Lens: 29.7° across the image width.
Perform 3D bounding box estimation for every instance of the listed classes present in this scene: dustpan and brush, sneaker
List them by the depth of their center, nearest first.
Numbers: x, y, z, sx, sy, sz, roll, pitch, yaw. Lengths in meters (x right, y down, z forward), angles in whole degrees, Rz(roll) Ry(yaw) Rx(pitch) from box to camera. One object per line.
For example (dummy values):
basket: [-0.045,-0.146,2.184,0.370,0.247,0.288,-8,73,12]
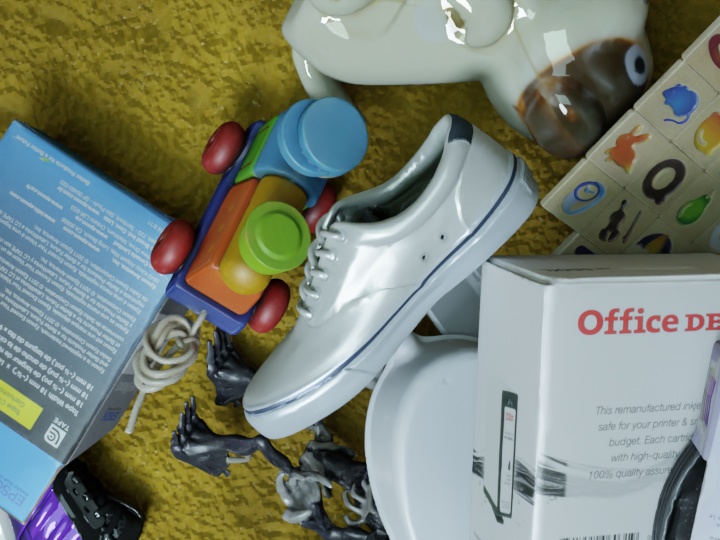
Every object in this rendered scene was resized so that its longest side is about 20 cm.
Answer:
sneaker: [0.000,0.000,0.709,0.071,0.073,0.200,41,98,-21]
dustpan and brush: [0.043,0.066,0.765,0.139,0.057,0.201,-33,95,-15]
sneaker: [-0.192,0.155,0.896,0.098,0.070,0.203,-8,96,5]

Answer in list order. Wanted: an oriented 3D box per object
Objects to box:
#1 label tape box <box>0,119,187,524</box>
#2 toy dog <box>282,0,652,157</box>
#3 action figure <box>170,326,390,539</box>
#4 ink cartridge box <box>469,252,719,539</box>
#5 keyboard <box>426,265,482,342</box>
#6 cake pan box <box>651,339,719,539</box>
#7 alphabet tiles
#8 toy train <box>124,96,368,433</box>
label tape box: [-0.201,0.031,0.846,0.143,0.063,0.201,32,89,8]
toy dog: [0.061,-0.138,0.727,0.198,0.140,0.195,26,114,9]
action figure: [-0.015,0.107,0.809,0.198,0.102,0.120,18,62,18]
ink cartridge box: [0.137,0.094,0.700,0.144,0.084,0.203,-1,99,-18]
keyboard: [0.106,0.078,0.803,0.201,0.056,0.011,53,149,2]
cake pan box: [0.237,0.141,0.630,0.198,0.052,0.186,10,95,6]
alphabet tiles: [0.190,-0.047,0.722,0.166,0.006,0.200,30,112,-37]
toy train: [-0.065,-0.002,0.756,0.084,0.116,0.201,31,67,-16]
